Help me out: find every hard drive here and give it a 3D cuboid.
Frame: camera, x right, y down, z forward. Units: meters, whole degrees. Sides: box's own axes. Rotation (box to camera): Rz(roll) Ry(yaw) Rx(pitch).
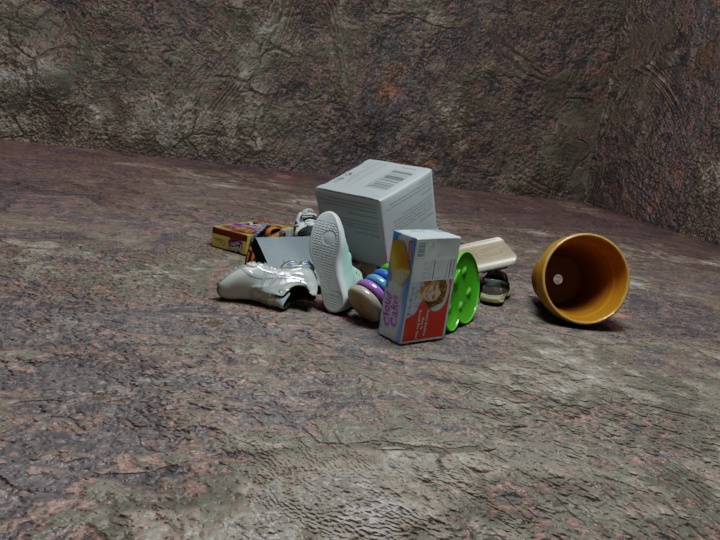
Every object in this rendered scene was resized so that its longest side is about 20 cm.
[{"bbox_3d":[-0.125,-0.013,1.512,0.200,0.033,0.140,-3,53,-40],"label":"hard drive"}]

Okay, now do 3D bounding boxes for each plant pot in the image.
[{"bbox_3d":[0.485,0.019,1.601,0.200,0.201,0.183,7,-1,-5],"label":"plant pot"}]

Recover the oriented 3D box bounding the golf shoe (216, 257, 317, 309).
[{"bbox_3d":[-0.179,0.035,1.351,0.199,0.078,0.097,-10,47,-12],"label":"golf shoe"}]

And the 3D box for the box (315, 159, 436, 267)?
[{"bbox_3d":[0.040,-0.136,1.599,0.200,0.172,0.199,15,36,38],"label":"box"}]

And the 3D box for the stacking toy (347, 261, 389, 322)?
[{"bbox_3d":[0.068,0.009,1.374,0.085,0.086,0.200,22,55,42],"label":"stacking toy"}]

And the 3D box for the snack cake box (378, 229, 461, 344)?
[{"bbox_3d":[0.109,0.028,1.279,0.115,0.201,0.067,-3,18,-40],"label":"snack cake box"}]

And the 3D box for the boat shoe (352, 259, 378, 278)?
[{"bbox_3d":[0.000,0.000,1.623,0.065,0.072,0.200,-31,37,-8],"label":"boat shoe"}]

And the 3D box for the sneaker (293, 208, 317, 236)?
[{"bbox_3d":[-0.146,-0.126,1.880,0.074,0.089,0.200,7,1,-19],"label":"sneaker"}]

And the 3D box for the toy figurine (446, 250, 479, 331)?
[{"bbox_3d":[0.130,0.047,1.448,0.184,0.150,0.200,1,33,30],"label":"toy figurine"}]

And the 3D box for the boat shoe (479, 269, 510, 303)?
[{"bbox_3d":[0.331,0.030,1.677,0.072,0.066,0.201,12,15,15],"label":"boat shoe"}]

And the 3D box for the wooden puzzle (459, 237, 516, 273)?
[{"bbox_3d":[0.281,-0.022,1.712,0.185,0.046,0.200,-12,16,5],"label":"wooden puzzle"}]

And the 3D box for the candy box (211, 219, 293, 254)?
[{"bbox_3d":[-0.280,-0.090,1.813,0.116,0.057,0.200,15,14,27],"label":"candy box"}]

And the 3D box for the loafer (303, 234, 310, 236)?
[{"bbox_3d":[-0.129,-0.056,1.724,0.063,0.072,0.200,4,1,-12],"label":"loafer"}]

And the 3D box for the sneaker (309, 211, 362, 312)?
[{"bbox_3d":[-0.044,-0.019,1.415,0.074,0.201,0.118,-6,0,23],"label":"sneaker"}]

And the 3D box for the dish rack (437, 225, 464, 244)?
[{"bbox_3d":[0.178,-0.098,1.921,0.200,0.055,0.153,37,-18,-36],"label":"dish rack"}]

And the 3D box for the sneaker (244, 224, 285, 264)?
[{"bbox_3d":[-0.174,-0.046,1.584,0.077,0.112,0.200,20,17,37],"label":"sneaker"}]
